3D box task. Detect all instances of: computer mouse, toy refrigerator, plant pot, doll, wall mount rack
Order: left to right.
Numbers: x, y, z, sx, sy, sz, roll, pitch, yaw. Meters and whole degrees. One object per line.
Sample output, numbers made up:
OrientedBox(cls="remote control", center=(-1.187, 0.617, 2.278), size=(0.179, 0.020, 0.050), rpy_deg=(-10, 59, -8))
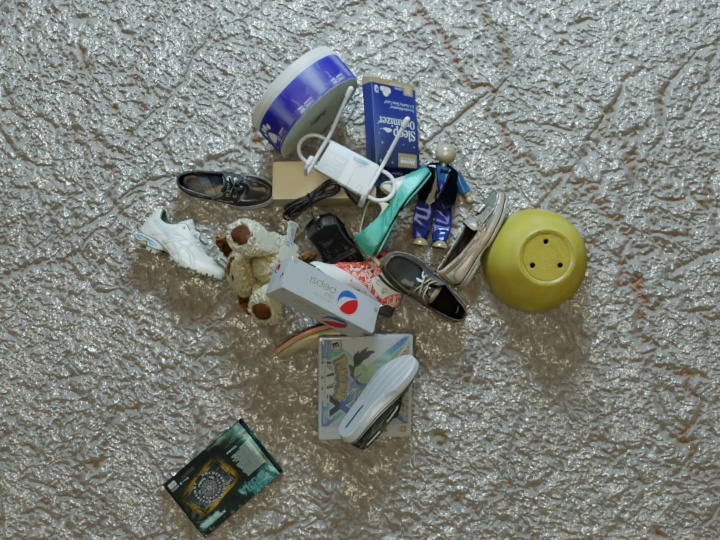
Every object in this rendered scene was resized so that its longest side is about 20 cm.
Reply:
OrientedBox(cls="toy refrigerator", center=(-0.067, -0.168, 1.404), size=(0.199, 0.070, 0.076), rpy_deg=(-1, 82, 3))
OrientedBox(cls="computer mouse", center=(-0.040, -0.087, 1.378), size=(0.140, 0.046, 0.200), rpy_deg=(-33, 116, 14))
OrientedBox(cls="wall mount rack", center=(-0.008, -0.218, 1.291), size=(0.199, 0.075, 0.174), rpy_deg=(29, 75, 0))
OrientedBox(cls="doll", center=(0.153, -0.144, 1.394), size=(0.136, 0.048, 0.201), rpy_deg=(8, 90, -6))
OrientedBox(cls="plant pot", center=(0.330, -0.022, 1.331), size=(0.199, 0.142, 0.201), rpy_deg=(0, 88, 4))

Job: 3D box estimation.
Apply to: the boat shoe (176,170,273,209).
OrientedBox(cls="boat shoe", center=(-0.266, -0.165, 1.418), size=(0.199, 0.066, 0.070), rpy_deg=(11, 89, 5))

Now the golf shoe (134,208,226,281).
OrientedBox(cls="golf shoe", center=(-0.341, -0.051, 1.420), size=(0.199, 0.078, 0.098), rpy_deg=(28, 85, 4))

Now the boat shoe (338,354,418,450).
OrientedBox(cls="boat shoe", center=(0.043, 0.245, 1.346), size=(0.200, 0.072, 0.071), rpy_deg=(-47, 124, -1))

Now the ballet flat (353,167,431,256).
OrientedBox(cls="ballet flat", center=(0.053, -0.123, 1.341), size=(0.070, 0.067, 0.201), rpy_deg=(34, 85, -3))

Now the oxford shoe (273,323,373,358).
OrientedBox(cls="oxford shoe", center=(-0.069, 0.137, 1.394), size=(0.199, 0.071, 0.074), rpy_deg=(-22, 92, 4))

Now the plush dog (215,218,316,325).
OrientedBox(cls="plush dog", center=(-0.192, -0.005, 1.372), size=(0.171, 0.160, 0.201), rpy_deg=(-9, 100, 44))

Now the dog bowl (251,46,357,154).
OrientedBox(cls="dog bowl", center=(-0.102, -0.311, 1.336), size=(0.200, 0.200, 0.079), rpy_deg=(-43, 88, 2))

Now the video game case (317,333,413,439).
OrientedBox(cls="video game case", center=(0.009, 0.221, 1.376), size=(0.181, 0.022, 0.201), rpy_deg=(-1, 97, -8))

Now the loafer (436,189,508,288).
OrientedBox(cls="loafer", center=(0.212, -0.066, 1.370), size=(0.063, 0.072, 0.201), rpy_deg=(24, 93, -18))

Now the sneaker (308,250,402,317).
OrientedBox(cls="sneaker", center=(0.000, 0.000, 1.368), size=(0.201, 0.067, 0.108), rpy_deg=(29, 88, -23))

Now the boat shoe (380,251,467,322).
OrientedBox(cls="boat shoe", center=(0.127, 0.030, 1.346), size=(0.200, 0.073, 0.075), rpy_deg=(33, 87, -21))

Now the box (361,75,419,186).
OrientedBox(cls="box", center=(0.060, -0.261, 1.377), size=(0.032, 0.121, 0.201), rpy_deg=(-4, 89, 48))

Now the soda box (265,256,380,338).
OrientedBox(cls="soda box", center=(-0.065, 0.051, 1.293), size=(0.199, 0.068, 0.064), rpy_deg=(28, 63, -26))

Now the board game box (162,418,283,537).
OrientedBox(cls="board game box", center=(-0.270, 0.408, 1.421), size=(0.200, 0.028, 0.135), rpy_deg=(-40, 86, 2))
